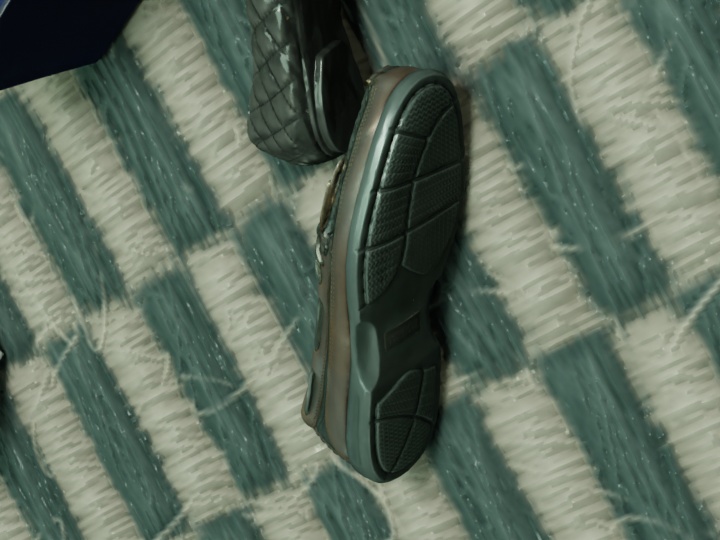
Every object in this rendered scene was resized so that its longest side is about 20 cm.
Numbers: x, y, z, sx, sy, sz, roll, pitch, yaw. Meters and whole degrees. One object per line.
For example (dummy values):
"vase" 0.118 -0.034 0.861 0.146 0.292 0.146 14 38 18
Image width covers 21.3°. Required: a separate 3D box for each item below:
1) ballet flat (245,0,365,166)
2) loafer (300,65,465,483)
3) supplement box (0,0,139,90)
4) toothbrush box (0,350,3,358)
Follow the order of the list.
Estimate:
"ballet flat" -0.041 -0.141 0.834 0.057 0.066 0.200 2 109 32
"loafer" 0.000 0.000 0.859 0.063 0.072 0.200 23 122 35
"supplement box" -0.196 -0.194 0.904 0.200 0.109 0.110 50 129 10
"toothbrush box" -0.317 0.021 1.032 0.145 0.086 0.200 -6 138 37
